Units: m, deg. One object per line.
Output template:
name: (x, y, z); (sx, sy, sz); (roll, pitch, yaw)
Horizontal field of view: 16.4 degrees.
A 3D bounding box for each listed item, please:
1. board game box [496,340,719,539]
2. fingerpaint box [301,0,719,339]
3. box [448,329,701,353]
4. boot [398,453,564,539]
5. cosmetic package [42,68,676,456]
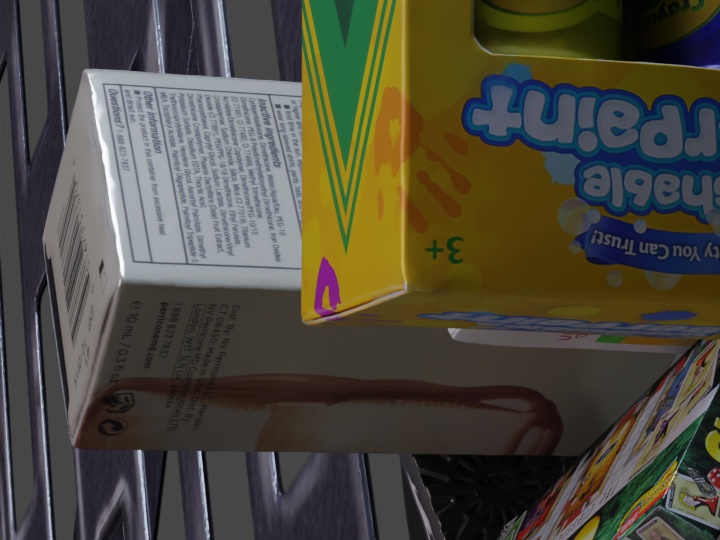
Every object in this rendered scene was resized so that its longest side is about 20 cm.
board game box: (0.074, 0.082, 0.780); (0.105, 0.023, 0.200); (-60, 5, -38)
fingerpaint box: (0.090, -0.067, 0.598); (0.073, 0.200, 0.167); (159, 113, -69)
box: (0.080, -0.087, 0.781); (0.112, 0.101, 0.200); (126, 142, -59)
boot: (0.025, 0.124, 0.986); (0.200, 0.066, 0.165); (115, 153, -57)
cosmetic package: (0.000, 0.000, 0.853); (0.087, 0.200, 0.103); (110, 156, -44)
